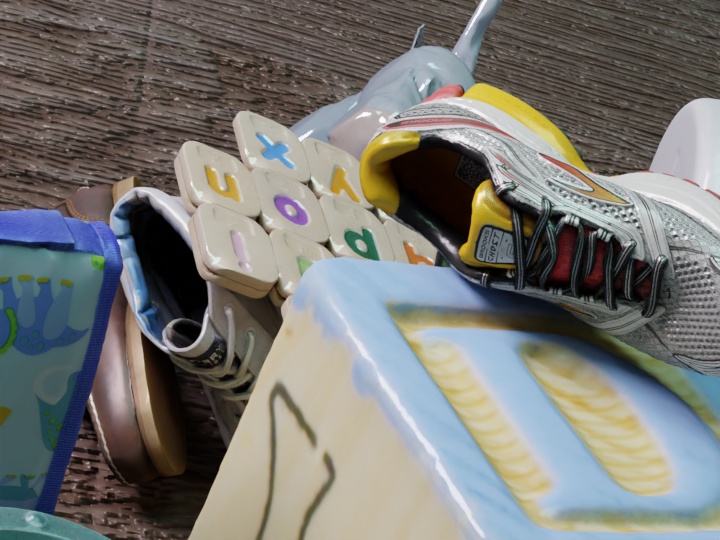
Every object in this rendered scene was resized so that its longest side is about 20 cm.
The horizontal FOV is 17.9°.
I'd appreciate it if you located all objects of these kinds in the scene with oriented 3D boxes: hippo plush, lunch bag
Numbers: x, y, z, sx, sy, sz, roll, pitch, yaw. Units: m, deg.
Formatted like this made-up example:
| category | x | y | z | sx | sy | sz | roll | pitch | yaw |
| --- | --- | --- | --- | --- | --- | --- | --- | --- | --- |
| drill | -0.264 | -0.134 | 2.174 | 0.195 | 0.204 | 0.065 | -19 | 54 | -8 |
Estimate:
| category | x | y | z | sx | sy | sz | roll | pitch | yaw |
| --- | --- | --- | --- | --- | --- | --- | --- | --- | --- |
| hippo plush | 0.036 | -0.037 | 1.361 | 0.161 | 0.159 | 0.200 | 53 | 43 | -10 |
| lunch bag | -0.204 | 0.050 | 0.899 | 0.170 | 0.200 | 0.128 | 4 | 43 | -32 |

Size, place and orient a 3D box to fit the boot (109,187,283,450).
| category | x | y | z | sx | sy | sz | roll | pitch | yaw |
| --- | --- | --- | --- | --- | --- | --- | --- | --- | --- |
| boot | -0.061 | 0.050 | 1.096 | 0.200 | 0.074 | 0.096 | 60 | 17 | 20 |

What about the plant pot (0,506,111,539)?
| category | x | y | z | sx | sy | sz | roll | pitch | yaw |
| --- | --- | --- | --- | --- | --- | --- | --- | --- | --- |
| plant pot | -0.134 | 0.172 | 0.824 | 0.200 | 0.134 | 0.200 | 18 | 28 | -10 |

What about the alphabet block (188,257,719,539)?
| category | x | y | z | sx | sy | sz | roll | pitch | yaw |
| --- | --- | --- | --- | --- | --- | --- | --- | --- | --- |
| alphabet block | 0.056 | 0.133 | 0.973 | 0.196 | 0.200 | 0.195 | 6 | 33 | -31 |

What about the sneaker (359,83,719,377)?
| category | x | y | z | sx | sy | sz | roll | pitch | yaw |
| --- | --- | --- | --- | --- | --- | --- | --- | --- | --- |
| sneaker | 0.084 | -0.009 | 0.959 | 0.200 | 0.078 | 0.082 | 28 | 30 | 27 |

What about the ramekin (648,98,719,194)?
| category | x | y | z | sx | sy | sz | roll | pitch | yaw |
| --- | --- | --- | --- | --- | --- | --- | --- | --- | --- |
| ramekin | 0.219 | -0.006 | 1.358 | 0.098 | 0.201 | 0.201 | 14 | 28 | -4 |

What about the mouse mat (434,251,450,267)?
| category | x | y | z | sx | sy | sz | roll | pitch | yaw |
| --- | --- | --- | --- | --- | --- | --- | --- | --- | --- |
| mouse mat | 0.108 | 0.030 | 1.169 | 0.161 | 0.008 | 0.200 | 29 | 29 | -8 |

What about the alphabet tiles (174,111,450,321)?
| category | x | y | z | sx | sy | sz | roll | pitch | yaw |
| --- | --- | --- | --- | --- | --- | --- | --- | --- | --- |
| alphabet tiles | 0.000 | 0.000 | 1.121 | 0.200 | 0.015 | 0.196 | 21 | 31 | -30 |

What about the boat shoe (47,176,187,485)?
| category | x | y | z | sx | sy | sz | roll | pitch | yaw |
| --- | --- | --- | --- | --- | --- | --- | --- | --- | --- |
| boat shoe | -0.130 | 0.035 | 1.147 | 0.070 | 0.070 | 0.200 | -16 | 40 | 2 |
